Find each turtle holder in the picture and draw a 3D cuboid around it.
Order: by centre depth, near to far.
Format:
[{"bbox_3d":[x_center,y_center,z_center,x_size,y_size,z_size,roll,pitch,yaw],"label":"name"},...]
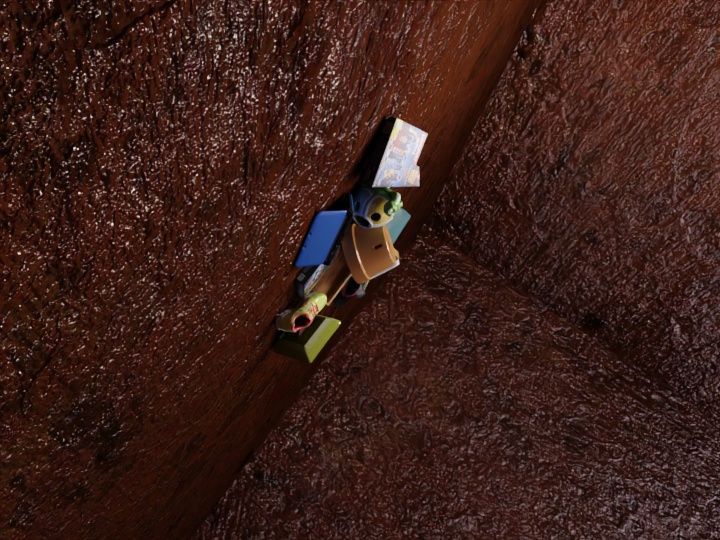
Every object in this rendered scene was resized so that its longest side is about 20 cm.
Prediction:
[{"bbox_3d":[0.055,-0.194,1.595,0.132,0.185,0.141,-52,146,-19],"label":"turtle holder"}]

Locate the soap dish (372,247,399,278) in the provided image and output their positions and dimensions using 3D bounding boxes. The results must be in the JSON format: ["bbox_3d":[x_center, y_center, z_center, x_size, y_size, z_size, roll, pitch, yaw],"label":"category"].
[{"bbox_3d":[0.053,-0.029,2.006,0.199,0.082,0.157,-27,-171,9],"label":"soap dish"}]

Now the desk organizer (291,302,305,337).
[{"bbox_3d":[-0.184,0.128,1.820,0.200,0.071,0.077,-52,169,-31],"label":"desk organizer"}]

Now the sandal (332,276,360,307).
[{"bbox_3d":[-0.033,0.052,1.841,0.200,0.075,0.045,-48,-159,12],"label":"sandal"}]

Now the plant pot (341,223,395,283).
[{"bbox_3d":[0.033,-0.071,1.719,0.139,0.202,0.200,-16,179,11],"label":"plant pot"}]

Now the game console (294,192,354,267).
[{"bbox_3d":[-0.107,-0.119,1.482,0.171,0.117,0.201,-97,-150,-51],"label":"game console"}]

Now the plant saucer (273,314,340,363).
[{"bbox_3d":[-0.200,0.222,1.843,0.200,0.199,0.048,-52,132,-31],"label":"plant saucer"}]

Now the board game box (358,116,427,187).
[{"bbox_3d":[0.112,-0.324,1.507,0.199,0.061,0.202,9,106,-48],"label":"board game box"}]

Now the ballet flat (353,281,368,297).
[{"bbox_3d":[0.000,0.000,1.910,0.068,0.068,0.202,-166,-99,-71],"label":"ballet flat"}]

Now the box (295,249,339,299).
[{"bbox_3d":[-0.136,-0.014,1.656,0.201,0.038,0.137,-54,172,-21],"label":"box"}]

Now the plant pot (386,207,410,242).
[{"bbox_3d":[0.078,-0.197,1.895,0.142,0.141,0.200,-57,166,3],"label":"plant pot"}]

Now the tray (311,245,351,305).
[{"bbox_3d":[-0.095,0.014,1.793,0.201,0.099,0.037,-53,-159,-21],"label":"tray"}]

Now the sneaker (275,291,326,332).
[{"bbox_3d":[-0.174,0.143,1.675,0.200,0.090,0.079,-38,125,-31],"label":"sneaker"}]
